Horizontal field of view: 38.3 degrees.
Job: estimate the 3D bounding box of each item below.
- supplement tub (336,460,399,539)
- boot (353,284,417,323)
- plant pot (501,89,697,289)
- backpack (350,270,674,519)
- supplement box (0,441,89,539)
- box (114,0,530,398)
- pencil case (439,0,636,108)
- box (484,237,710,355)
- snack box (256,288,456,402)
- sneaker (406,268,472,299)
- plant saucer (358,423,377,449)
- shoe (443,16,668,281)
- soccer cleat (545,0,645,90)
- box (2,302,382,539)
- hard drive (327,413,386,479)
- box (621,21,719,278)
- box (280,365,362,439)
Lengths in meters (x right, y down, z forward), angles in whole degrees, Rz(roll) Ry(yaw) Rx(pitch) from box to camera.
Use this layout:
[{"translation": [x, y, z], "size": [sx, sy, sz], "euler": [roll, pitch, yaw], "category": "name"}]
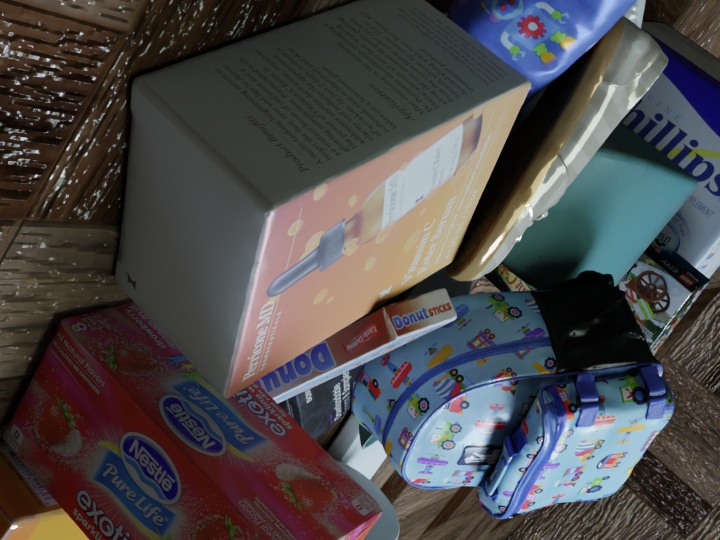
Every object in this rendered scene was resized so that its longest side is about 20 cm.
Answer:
[{"translation": [-0.064, 0.309, 1.080], "size": [0.200, 0.140, 0.140], "euler": [-55, 157, 20], "category": "supplement tub"}, {"translation": [0.000, 0.000, 0.728], "size": [0.200, 0.075, 0.097], "euler": [-33, 176, -29], "category": "boot"}, {"translation": [0.140, -0.069, 0.818], "size": [0.200, 0.141, 0.141], "euler": [8, 122, -56], "category": "plant pot"}, {"translation": [0.102, 0.099, 0.774], "size": [0.200, 0.135, 0.183], "euler": [-2, 139, -23], "category": "backpack"}, {"translation": [-0.188, 0.150, 0.684], "size": [0.067, 0.069, 0.200], "euler": [-52, 156, 14], "category": "supplement box"}, {"translation": [-0.024, -0.049, 0.589], "size": [0.200, 0.106, 0.152], "euler": [-30, 153, -36], "category": "box"}, {"translation": [0.109, -0.167, 0.609], "size": [0.200, 0.087, 0.078], "euler": [-42, -159, 46], "category": "pencil case"}, {"translation": [0.201, -0.002, 0.954], "size": [0.038, 0.200, 0.137], "euler": [-22, 147, -43], "category": "box"}, {"translation": [-0.030, 0.065, 0.709], "size": [0.200, 0.024, 0.072], "euler": [-29, 170, 37], "category": "snack box"}, {"translation": [0.009, 0.015, 0.825], "size": [0.200, 0.074, 0.116], "euler": [4, 96, -38], "category": "sneaker"}, {"translation": [0.065, 0.091, 0.992], "size": [0.200, 0.036, 0.200], "euler": [-41, 169, -10], "category": "plant saucer"}, {"translation": [0.122, -0.070, 0.666], "size": [0.053, 0.070, 0.200], "euler": [25, 110, -21], "category": "shoe"}, {"translation": [0.161, -0.186, 0.694], "size": [0.085, 0.069, 0.200], "euler": [21, 87, -57], "category": "soccer cleat"}, {"translation": [-0.101, 0.118, 0.606], "size": [0.095, 0.200, 0.100], "euler": [-14, 141, -57], "category": "box"}, {"translation": [0.010, 0.187, 1.162], "size": [0.132, 0.027, 0.200], "euler": [-14, 141, -54], "category": "hard drive"}, {"translation": [0.281, -0.098, 0.962], "size": [0.105, 0.184, 0.200], "euler": [-13, 140, -52], "category": "box"}, {"translation": [0.009, 0.064, 0.938], "size": [0.200, 0.036, 0.143], "euler": [-39, 157, -18], "category": "box"}]
